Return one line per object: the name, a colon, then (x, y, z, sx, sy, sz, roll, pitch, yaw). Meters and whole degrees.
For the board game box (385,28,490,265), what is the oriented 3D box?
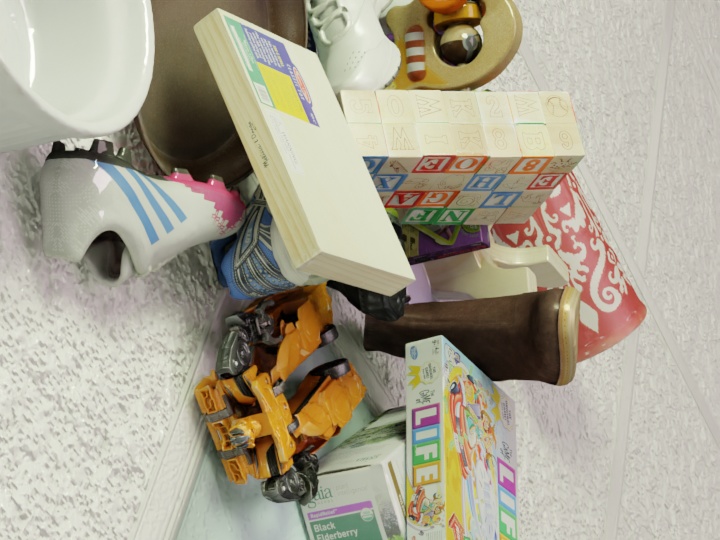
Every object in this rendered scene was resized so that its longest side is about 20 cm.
board game box: (0.038, -0.104, 1.577, 0.032, 0.119, 0.202, 27, 54, -63)

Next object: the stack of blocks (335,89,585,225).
stack of blocks: (0.060, -0.087, 1.456, 0.198, 0.115, 0.059, -1, 65, -24)

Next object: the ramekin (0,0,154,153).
ramekin: (-0.217, -0.165, 1.106, 0.200, 0.097, 0.202, 42, 41, -51)

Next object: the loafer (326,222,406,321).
loafer: (0.000, 0.000, 1.438, 0.201, 0.070, 0.069, -95, -176, -80)

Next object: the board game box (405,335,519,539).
board game box: (0.080, 0.169, 1.426, 0.134, 0.034, 0.202, 42, 41, -50)

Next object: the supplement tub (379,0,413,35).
supplement tub: (0.019, -0.313, 1.638, 0.132, 0.131, 0.202, -5, 81, -65)

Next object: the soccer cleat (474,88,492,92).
soccer cleat: (0.075, -0.133, 1.626, 0.200, 0.084, 0.065, 46, -9, 39)

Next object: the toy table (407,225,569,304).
toy table: (0.100, -0.017, 1.663, 0.184, 0.116, 0.202, 29, 50, -57)

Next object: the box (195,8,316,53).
box: (-0.093, -0.211, 1.450, 0.200, 0.047, 0.123, 23, 57, -59)

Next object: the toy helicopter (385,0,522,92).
toy helicopter: (0.051, -0.156, 1.540, 0.133, 0.200, 0.079, 57, 17, 15)

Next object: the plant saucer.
plant saucer: (-0.107, -0.157, 1.334, 0.200, 0.032, 0.202, -27, 123, -52)

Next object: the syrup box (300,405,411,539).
syrup box: (0.030, 0.164, 1.460, 0.200, 0.078, 0.082, -30, 104, -64)

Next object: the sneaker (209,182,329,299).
sneaker: (-0.073, -0.030, 1.364, 0.200, 0.085, 0.078, -98, 163, -76)

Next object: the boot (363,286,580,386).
boot: (0.085, 0.051, 1.466, 0.200, 0.165, 0.073, 102, -6, -77)

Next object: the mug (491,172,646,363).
mug: (0.170, -0.020, 1.845, 0.133, 0.177, 0.201, -33, 105, -26)

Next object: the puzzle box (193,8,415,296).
puzzle box: (-0.038, -0.081, 1.302, 0.133, 0.025, 0.201, 17, 45, -58)

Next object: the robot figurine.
robot figurine: (-0.057, 0.086, 1.346, 0.146, 0.058, 0.200, 69, 25, -11)

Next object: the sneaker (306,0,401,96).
sneaker: (-0.019, -0.202, 1.477, 0.087, 0.074, 0.201, 47, 26, -37)

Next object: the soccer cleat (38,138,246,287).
soccer cleat: (-0.146, -0.029, 1.230, 0.200, 0.069, 0.087, 15, 79, -59)
